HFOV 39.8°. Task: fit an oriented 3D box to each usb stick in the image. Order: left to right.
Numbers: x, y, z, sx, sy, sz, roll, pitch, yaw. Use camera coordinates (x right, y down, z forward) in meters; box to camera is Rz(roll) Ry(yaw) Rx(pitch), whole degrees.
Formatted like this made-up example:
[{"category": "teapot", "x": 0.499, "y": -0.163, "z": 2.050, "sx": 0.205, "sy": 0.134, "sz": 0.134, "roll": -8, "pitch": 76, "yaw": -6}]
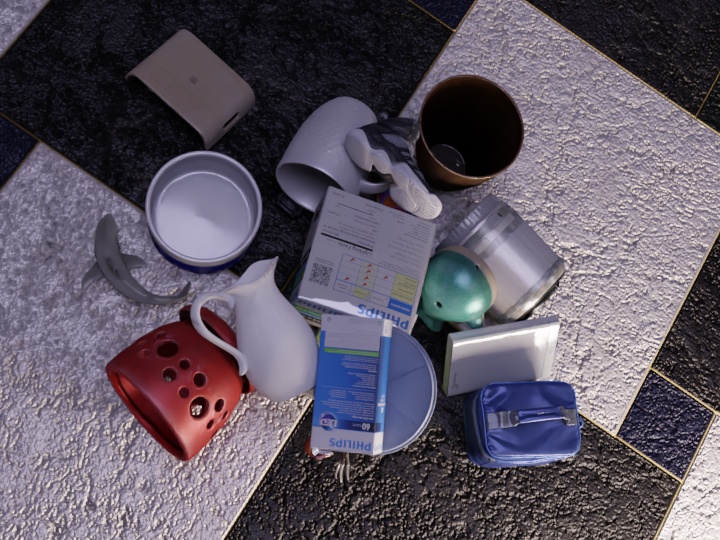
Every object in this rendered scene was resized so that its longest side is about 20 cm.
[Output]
[{"category": "usb stick", "x": -0.080, "y": -0.181, "z": 1.803, "sx": 0.055, "sy": 0.033, "sz": 0.201, "roll": 39, "pitch": 72, "yaw": -6}]

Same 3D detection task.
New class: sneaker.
[{"category": "sneaker", "x": 0.077, "y": -0.181, "z": 1.633, "sx": 0.200, "sy": 0.076, "sz": 0.114, "roll": 43, "pitch": 59, "yaw": 8}]

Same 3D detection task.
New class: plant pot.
[{"category": "plant pot", "x": -0.277, "y": 0.174, "z": 1.590, "sx": 0.182, "sy": 0.201, "sz": 0.201, "roll": -40, "pitch": 85, "yaw": -26}, {"category": "plant pot", "x": 0.172, "y": -0.218, "z": 1.772, "sx": 0.184, "sy": 0.200, "sz": 0.190, "roll": 3, "pitch": 74, "yaw": -9}]

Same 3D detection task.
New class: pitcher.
[{"category": "pitcher", "x": -0.157, "y": 0.103, "z": 1.504, "sx": 0.171, "sy": 0.121, "sz": 0.202, "roll": -28, "pitch": 100, "yaw": -31}]

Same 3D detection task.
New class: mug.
[{"category": "mug", "x": -0.022, "y": -0.198, "z": 1.717, "sx": 0.198, "sy": 0.148, "sz": 0.177, "roll": 19, "pitch": 63, "yaw": 16}]

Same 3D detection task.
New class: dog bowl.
[{"category": "dog bowl", "x": -0.271, "y": -0.099, "z": 1.720, "sx": 0.197, "sy": 0.079, "sz": 0.203, "roll": 3, "pitch": 74, "yaw": -10}]

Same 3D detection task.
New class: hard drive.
[{"category": "hard drive", "x": 0.244, "y": 0.149, "z": 1.732, "sx": 0.197, "sy": 0.133, "sz": 0.027, "roll": -9, "pitch": 39, "yaw": -13}]

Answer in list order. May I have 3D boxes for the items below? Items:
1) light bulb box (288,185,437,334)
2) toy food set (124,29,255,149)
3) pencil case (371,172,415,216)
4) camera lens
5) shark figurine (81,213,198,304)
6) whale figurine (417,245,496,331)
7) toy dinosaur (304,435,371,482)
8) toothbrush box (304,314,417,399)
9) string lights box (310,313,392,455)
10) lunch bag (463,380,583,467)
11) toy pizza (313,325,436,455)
[{"category": "light bulb box", "x": 0.000, "y": 0.000, "z": 1.633, "sx": 0.196, "sy": 0.125, "sz": 0.202, "roll": 19, "pitch": 69, "yaw": -8}, {"category": "toy food set", "x": -0.305, "y": -0.328, "z": 1.794, "sx": 0.200, "sy": 0.060, "sz": 0.144, "roll": 41, "pitch": 60, "yaw": 1}, {"category": "pencil case", "x": 0.063, "y": -0.157, "z": 1.765, "sx": 0.087, "sy": 0.089, "sz": 0.202, "roll": 5, "pitch": 51, "yaw": -9}, {"category": "camera lens", "x": 0.249, "y": -0.015, "z": 1.753, "sx": 0.200, "sy": 0.160, "sz": 0.160, "roll": 46, "pitch": 72, "yaw": 4}, {"category": "shark figurine", "x": -0.386, "y": 0.009, "z": 1.667, "sx": 0.214, "sy": 0.090, "sz": 0.129, "roll": 38, "pitch": 73, "yaw": 3}, {"category": "whale figurine", "x": 0.142, "y": 0.047, "z": 1.694, "sx": 0.159, "sy": 0.200, "sz": 0.104, "roll": 47, "pitch": 51, "yaw": 2}, {"category": "toy dinosaur", "x": -0.011, "y": 0.242, "z": 1.620, "sx": 0.179, "sy": 0.105, "sz": 0.203, "roll": -11, "pitch": 73, "yaw": 17}, {"category": "toothbrush box", "x": -0.012, "y": 0.138, "z": 1.703, "sx": 0.144, "sy": 0.086, "sz": 0.202, "roll": 28, "pitch": 71, "yaw": -3}, {"category": "string lights box", "x": -0.013, "y": 0.171, "z": 1.505, "sx": 0.101, "sy": 0.059, "sz": 0.203, "roll": 4, "pitch": 85, "yaw": 15}, {"category": "lunch bag", "x": 0.284, "y": 0.263, "z": 1.700, "sx": 0.197, "sy": 0.132, "sz": 0.138, "roll": -2, "pitch": 76, "yaw": -11}, {"category": "toy pizza", "x": 0.023, "y": 0.183, "z": 1.542, "sx": 0.197, "sy": 0.032, "sz": 0.203, "roll": -2, "pitch": 83, "yaw": 16}]
